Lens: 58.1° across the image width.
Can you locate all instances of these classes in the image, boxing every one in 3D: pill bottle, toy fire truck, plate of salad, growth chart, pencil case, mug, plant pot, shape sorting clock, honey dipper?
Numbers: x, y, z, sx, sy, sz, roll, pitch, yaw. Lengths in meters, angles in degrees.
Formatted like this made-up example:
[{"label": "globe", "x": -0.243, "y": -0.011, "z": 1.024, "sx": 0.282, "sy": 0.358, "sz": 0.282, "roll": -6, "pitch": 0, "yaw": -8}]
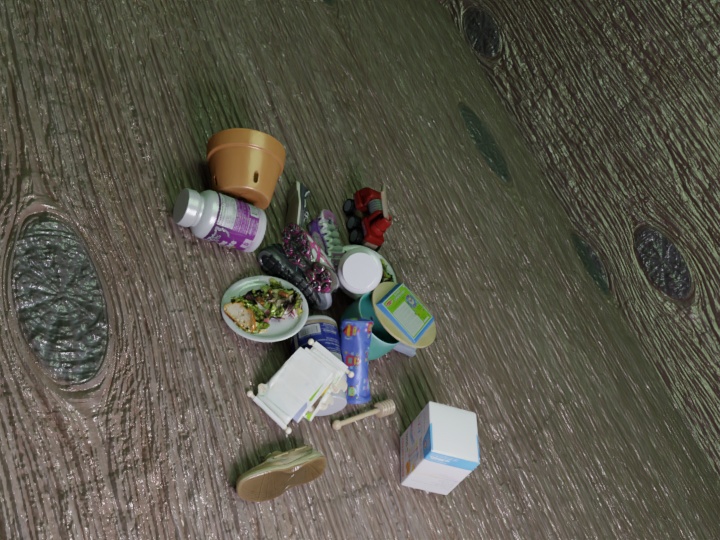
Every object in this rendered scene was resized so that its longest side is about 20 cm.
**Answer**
[{"label": "pill bottle", "x": 0.000, "y": 0.000, "z": 1.602, "sx": 0.113, "sy": 0.112, "sz": 0.200, "roll": 49, "pitch": 0, "yaw": 0}, {"label": "toy fire truck", "x": 0.040, "y": -0.182, "z": 1.890, "sx": 0.127, "sy": 0.199, "sz": 0.179, "roll": 19, "pitch": 46, "yaw": -36}, {"label": "plate of salad", "x": -0.213, "y": 0.076, "z": 1.454, "sx": 0.196, "sy": 0.049, "sz": 0.202, "roll": 8, "pitch": 42, "yaw": -7}, {"label": "plate of salad", "x": 0.013, "y": 0.004, "z": 1.784, "sx": 0.197, "sy": 0.048, "sz": 0.203, "roll": 16, "pitch": 47, "yaw": -17}, {"label": "growth chart", "x": -0.121, "y": 0.244, "z": 1.367, "sx": 0.199, "sy": 0.018, "sz": 0.145, "roll": -41, "pitch": 76, "yaw": -18}, {"label": "pencil case", "x": -0.010, "y": 0.207, "z": 1.517, "sx": 0.087, "sy": 0.076, "sz": 0.205, "roll": 7, "pitch": 85, "yaw": -77}, {"label": "mug", "x": 0.032, "y": 0.152, "z": 1.655, "sx": 0.183, "sy": 0.114, "sz": 0.154, "roll": 19, "pitch": 45, "yaw": -38}, {"label": "pill bottle", "x": -0.093, "y": 0.214, "z": 1.461, "sx": 0.114, "sy": 0.115, "sz": 0.203, "roll": 17, "pitch": 48, "yaw": -38}, {"label": "plant pot", "x": -0.288, "y": -0.235, "z": 1.603, "sx": 0.198, "sy": 0.199, "sz": 0.143, "roll": 18, "pitch": 63, "yaw": -36}, {"label": "pill bottle", "x": -0.327, "y": -0.120, "z": 1.505, "sx": 0.198, "sy": 0.112, "sz": 0.114, "roll": 18, "pitch": 46, "yaw": -37}, {"label": "shape sorting clock", "x": 0.110, "y": 0.112, "z": 1.644, "sx": 0.198, "sy": 0.039, "sz": 0.202, "roll": 28, "pitch": 39, "yaw": -25}, {"label": "honey dipper", "x": 0.006, "y": 0.340, "z": 1.527, "sx": 0.198, "sy": 0.038, "sz": 0.038, "roll": -4, "pitch": 61, "yaw": -47}]

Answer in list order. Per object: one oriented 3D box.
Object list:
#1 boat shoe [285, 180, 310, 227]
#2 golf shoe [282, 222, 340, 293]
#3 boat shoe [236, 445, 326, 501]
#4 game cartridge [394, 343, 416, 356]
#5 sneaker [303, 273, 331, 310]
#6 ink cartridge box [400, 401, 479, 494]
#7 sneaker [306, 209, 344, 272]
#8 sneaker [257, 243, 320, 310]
[{"label": "boat shoe", "x": -0.161, "y": -0.164, "z": 1.764, "sx": 0.062, "sy": 0.073, "sz": 0.202, "roll": 24, "pitch": 38, "yaw": -27}, {"label": "golf shoe", "x": -0.122, "y": -0.028, "z": 1.585, "sx": 0.202, "sy": 0.072, "sz": 0.092, "roll": 57, "pitch": 17, "yaw": 11}, {"label": "boat shoe", "x": -0.163, "y": 0.395, "z": 1.274, "sx": 0.197, "sy": 0.073, "sz": 0.064, "roll": -3, "pitch": 25, "yaw": -40}, {"label": "game cartridge", "x": 0.092, "y": 0.133, "z": 1.809, "sx": 0.132, "sy": 0.040, "sz": 0.203, "roll": 30, "pitch": 40, "yaw": -33}, {"label": "sneaker", "x": -0.117, "y": 0.006, "z": 1.657, "sx": 0.070, "sy": 0.073, "sz": 0.202, "roll": -11, "pitch": 67, "yaw": -47}, {"label": "ink cartridge box", "x": 0.176, "y": 0.424, "z": 1.516, "sx": 0.123, "sy": 0.201, "sz": 0.130, "roll": 16, "pitch": 44, "yaw": -13}, {"label": "sneaker", "x": -0.098, "y": -0.056, "z": 1.732, "sx": 0.080, "sy": 0.087, "sz": 0.204, "roll": 11, "pitch": 63, "yaw": -57}, {"label": "sneaker", "x": -0.163, "y": 0.010, "z": 1.602, "sx": 0.200, "sy": 0.075, "sz": 0.079, "roll": 48, "pitch": 33, "yaw": -4}]
